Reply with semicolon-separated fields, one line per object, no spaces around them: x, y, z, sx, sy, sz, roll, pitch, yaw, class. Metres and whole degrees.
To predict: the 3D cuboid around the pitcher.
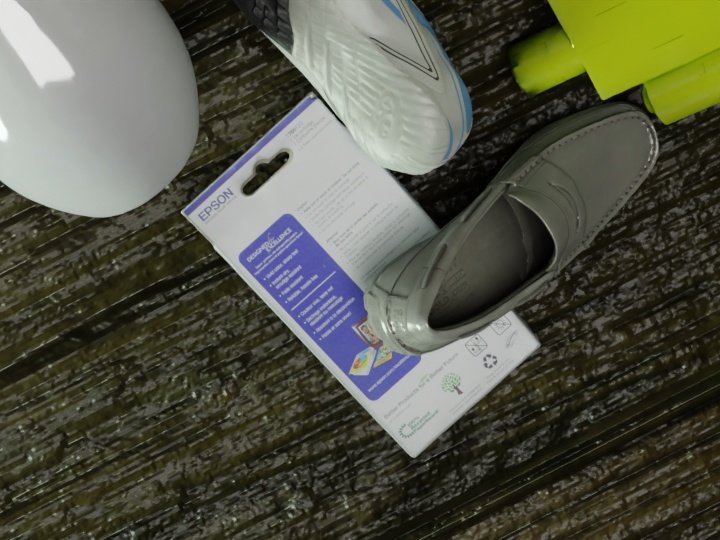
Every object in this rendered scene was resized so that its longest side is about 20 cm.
-0.181;-0.125;1.175;0.121;0.171;0.200;-53;131;-17;pitcher

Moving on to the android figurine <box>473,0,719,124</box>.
0.154;-0.167;1.222;0.199;0.041;0.183;-22;112;21;android figurine

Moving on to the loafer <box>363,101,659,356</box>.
0.091;-0.022;1.252;0.200;0.070;0.070;-41;109;-19;loafer

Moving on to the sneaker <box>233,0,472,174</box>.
-0.013;-0.140;1.230;0.072;0.073;0.201;-32;98;25;sneaker

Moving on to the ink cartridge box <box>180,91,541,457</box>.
0.000;0.000;1.285;0.099;0.039;0.200;-40;111;4;ink cartridge box
